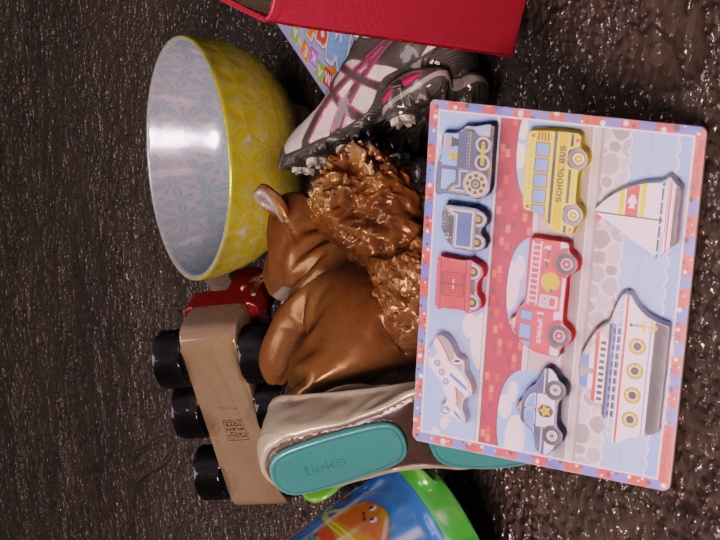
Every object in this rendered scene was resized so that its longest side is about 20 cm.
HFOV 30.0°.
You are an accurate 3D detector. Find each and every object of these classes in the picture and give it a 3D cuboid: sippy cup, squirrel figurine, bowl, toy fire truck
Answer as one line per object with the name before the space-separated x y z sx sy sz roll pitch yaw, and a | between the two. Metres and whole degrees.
sippy cup | 0.007 0.208 0.894 0.178 0.130 0.140 62 165 5
squirrel figurine | 0.000 0.000 0.922 0.200 0.141 0.187 -59 39 37
bowl | -0.096 -0.096 1.107 0.200 0.108 0.201 24 117 60
toy fire truck | -0.097 0.074 1.127 0.200 0.128 0.176 -70 -30 -55

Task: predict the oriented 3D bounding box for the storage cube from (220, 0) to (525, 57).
storage cube | -0.006 -0.235 0.765 0.200 0.180 0.171 36 117 47

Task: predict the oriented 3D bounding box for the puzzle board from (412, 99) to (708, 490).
puzzle board | 0.102 0.013 0.730 0.150 0.017 0.200 9 107 23

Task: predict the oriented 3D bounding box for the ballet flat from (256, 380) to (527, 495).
ballet flat | 0.034 0.089 0.825 0.069 0.200 0.070 -8 -90 -86

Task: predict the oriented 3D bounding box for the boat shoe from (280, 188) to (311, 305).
boat shoe | -0.028 0.027 1.038 0.071 0.069 0.200 154 109 -66

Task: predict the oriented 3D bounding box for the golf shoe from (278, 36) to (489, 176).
golf shoe | 0.013 -0.121 0.924 0.200 0.077 0.088 -24 67 49

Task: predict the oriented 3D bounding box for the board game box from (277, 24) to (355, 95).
board game box | -0.003 -0.229 0.973 0.151 0.037 0.200 58 145 40
